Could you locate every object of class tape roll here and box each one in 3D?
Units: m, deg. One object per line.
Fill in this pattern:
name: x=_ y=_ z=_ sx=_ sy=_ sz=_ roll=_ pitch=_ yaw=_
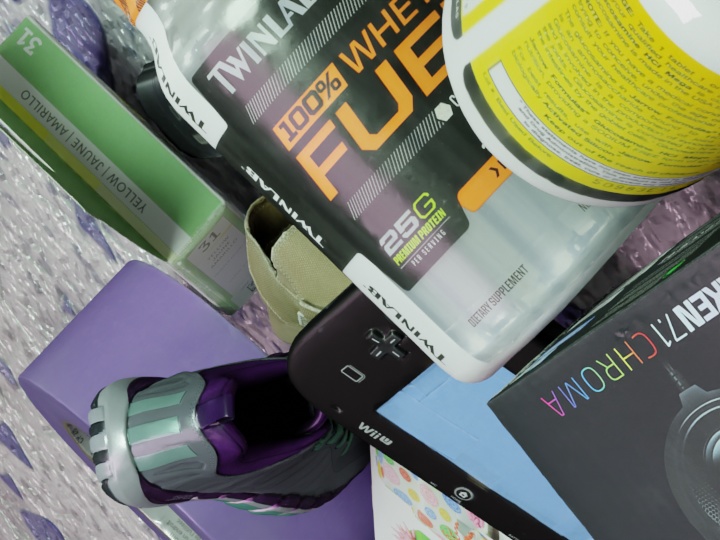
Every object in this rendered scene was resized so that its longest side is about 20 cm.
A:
tape roll: x=-0.073 y=0.094 z=1.437 sx=0.200 sy=0.085 sz=0.200 roll=41 pitch=169 yaw=10

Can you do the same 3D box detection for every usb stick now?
usb stick: x=-0.061 y=-0.075 z=1.245 sx=0.056 sy=0.033 sz=0.200 roll=50 pitch=170 yaw=-9

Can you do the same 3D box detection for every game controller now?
game controller: x=0.068 y=0.066 z=1.155 sx=0.200 sy=0.042 sz=0.104 roll=35 pitch=126 yaw=-15

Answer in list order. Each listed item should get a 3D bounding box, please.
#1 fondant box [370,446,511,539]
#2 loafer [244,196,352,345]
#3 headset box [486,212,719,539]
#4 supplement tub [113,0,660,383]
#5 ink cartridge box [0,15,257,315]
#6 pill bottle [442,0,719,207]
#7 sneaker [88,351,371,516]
fondant box: x=0.092 y=0.146 z=1.304 sx=0.200 sy=0.058 sz=0.145 roll=38 pitch=152 yaw=27
loafer: x=0.000 y=0.000 z=1.239 sx=0.068 sy=0.076 sz=0.200 roll=53 pitch=157 yaw=-19
headset box: x=0.172 y=0.068 z=0.948 sx=0.200 sy=0.093 sz=0.174 roll=52 pitch=138 yaw=-1
supplement tub: x=0.011 y=-0.066 z=1.045 sx=0.200 sy=0.123 sz=0.123 roll=43 pitch=156 yaw=1
ink cartridge box: x=-0.124 y=-0.060 z=1.320 sx=0.145 sy=0.048 sz=0.200 roll=43 pitch=178 yaw=21
pill bottle: x=0.109 y=-0.095 z=0.863 sx=0.113 sy=0.112 sz=0.200 roll=52 pitch=157 yaw=-2
sneaker: x=-0.028 y=0.070 z=1.262 sx=0.087 sy=0.200 sz=0.075 roll=-15 pitch=85 yaw=35
